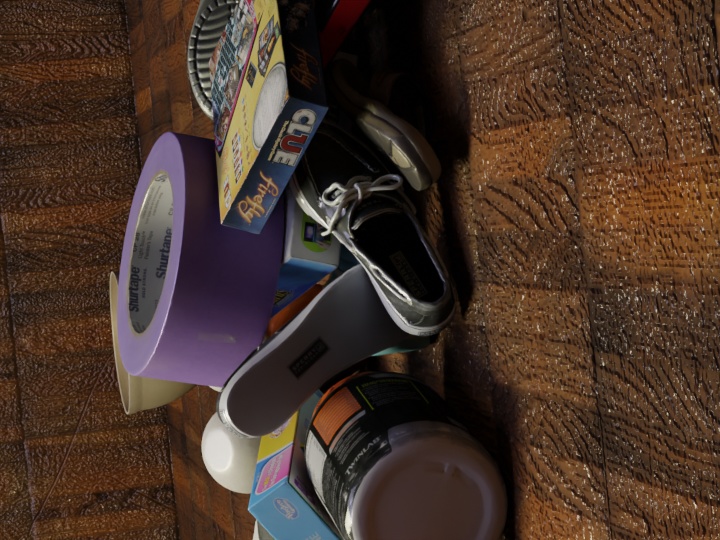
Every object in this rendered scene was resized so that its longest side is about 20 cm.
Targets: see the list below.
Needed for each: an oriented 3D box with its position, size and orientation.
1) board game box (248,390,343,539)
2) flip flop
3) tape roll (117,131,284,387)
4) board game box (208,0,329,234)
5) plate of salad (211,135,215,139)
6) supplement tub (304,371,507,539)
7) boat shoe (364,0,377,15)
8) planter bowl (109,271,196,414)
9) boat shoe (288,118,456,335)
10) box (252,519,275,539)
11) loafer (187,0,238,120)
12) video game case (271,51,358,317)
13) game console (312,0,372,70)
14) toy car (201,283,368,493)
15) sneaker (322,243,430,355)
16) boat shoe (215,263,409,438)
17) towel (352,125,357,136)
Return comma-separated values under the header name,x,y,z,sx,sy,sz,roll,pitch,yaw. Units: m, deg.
name,x,y,z,sx,sy,sz,roll,pitch,yaw
board game box,-0.020,0.187,1.735,0.153,0.040,0.200,50,-164,-15
flip flop,0.027,-0.118,1.625,0.081,0.058,0.200,49,180,-23
tape roll,-0.133,-0.008,1.753,0.200,0.085,0.201,-172,90,-70
board game box,-0.074,-0.145,1.671,0.200,0.034,0.136,-98,30,-45
plate of salad,-0.146,-0.050,1.955,0.200,0.048,0.201,-170,90,-80
supplement tub,0.027,0.148,1.601,0.200,0.122,0.123,-130,36,-72
boat shoe,-0.037,-0.258,1.853,0.200,0.062,0.075,-136,50,-66
planter bowl,-0.272,0.094,3.013,0.200,0.134,0.201,174,90,-79
boat shoe,0.005,-0.042,1.614,0.200,0.073,0.068,60,171,20
box,-0.024,0.343,1.930,0.199,0.130,0.201,102,158,-56
loafer,-0.099,-0.221,1.843,0.070,0.075,0.201,28,-115,-65
video game case,-0.063,-0.066,1.780,0.200,0.045,0.182,143,135,-64
game console,-0.027,-0.246,1.708,0.200,0.031,0.177,-95,28,-43
toy car,-0.049,0.108,1.946,0.150,0.175,0.201,-10,85,42
sneaker,0.000,0.000,1.779,0.200,0.079,0.131,-177,79,-69
boat shoe,-0.031,0.057,1.657,0.070,0.200,0.066,51,166,-12
towel,-0.060,-0.105,1.915,0.200,0.034,0.193,-39,68,57
